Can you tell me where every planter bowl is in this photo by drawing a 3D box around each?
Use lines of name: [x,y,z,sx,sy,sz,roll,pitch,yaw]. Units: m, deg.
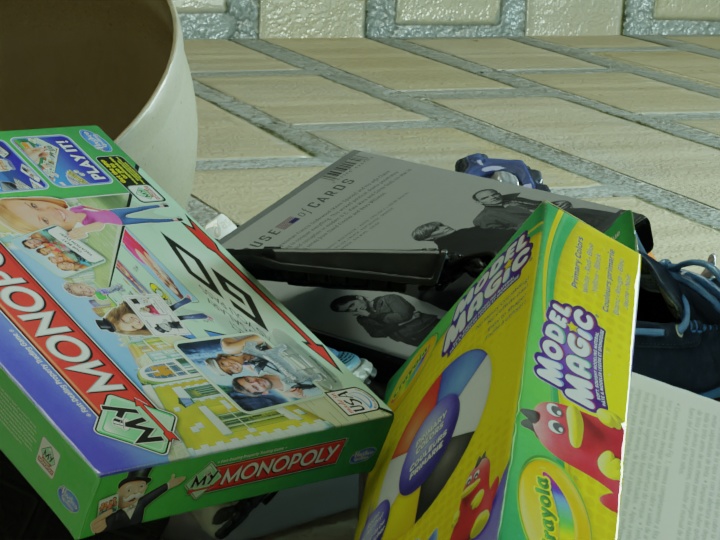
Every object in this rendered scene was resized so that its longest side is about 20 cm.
planter bowl: [-0.165,-0.043,0.956,0.200,0.135,0.200,-10,44,9]

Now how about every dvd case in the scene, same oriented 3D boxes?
dvd case: [0.019,-0.003,0.962,0.200,0.025,0.150,15,40,44]

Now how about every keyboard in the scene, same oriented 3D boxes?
keyboard: [0.000,0.000,0.839,0.127,0.021,0.200,0,1,-12]

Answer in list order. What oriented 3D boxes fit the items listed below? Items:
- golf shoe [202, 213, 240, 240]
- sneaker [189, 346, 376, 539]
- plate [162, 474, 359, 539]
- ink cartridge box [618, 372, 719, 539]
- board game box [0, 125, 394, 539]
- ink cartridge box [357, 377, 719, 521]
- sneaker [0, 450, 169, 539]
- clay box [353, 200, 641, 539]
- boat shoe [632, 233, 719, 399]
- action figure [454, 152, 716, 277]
golf shoe: [-0.068,0.016,1.194,0.200,0.095,0.078,6,13,11]
sneaker: [-0.053,0.045,0.816,0.090,0.078,0.200,41,4,5]
plate: [-0.053,0.047,1.005,0.200,0.032,0.200,-12,44,-34]
ink cartridge box: [0.142,0.128,0.715,0.200,0.057,0.163,21,48,-2]
board game box: [-0.099,0.013,0.715,0.134,0.029,0.200,-7,39,-45]
ink cartridge box: [0.117,0.102,0.870,0.200,0.084,0.176,-2,14,-15]
sneaker: [-0.152,0.026,0.741,0.200,0.076,0.115,26,37,-6]
clay box: [0.044,0.064,0.676,0.048,0.115,0.200,28,39,-13]
boat shoe: [0.125,0.023,0.869,0.084,0.069,0.200,12,18,34]
action figure: [0.103,0.022,1.029,0.193,0.105,0.200,8,27,-4]
